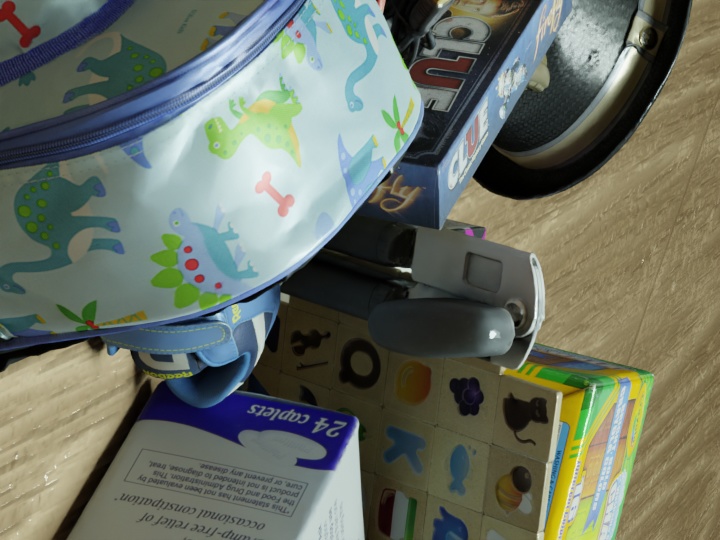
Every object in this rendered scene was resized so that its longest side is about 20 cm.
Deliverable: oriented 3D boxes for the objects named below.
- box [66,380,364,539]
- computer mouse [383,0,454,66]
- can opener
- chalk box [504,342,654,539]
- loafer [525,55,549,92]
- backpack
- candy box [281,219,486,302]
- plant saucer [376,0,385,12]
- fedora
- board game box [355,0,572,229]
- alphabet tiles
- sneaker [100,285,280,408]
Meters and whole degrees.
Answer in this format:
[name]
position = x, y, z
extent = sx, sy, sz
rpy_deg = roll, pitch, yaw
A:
[box]
position = -0.075, 0.186, 1.258
extent = 0.200, 0.104, 0.185
rpy_deg = -62, 156, -45
[computer mouse]
position = 0.034, -0.195, 1.186
extent = 0.110, 0.044, 0.201
rpy_deg = 116, -14, -74
[can opener]
position = 0.000, 0.000, 1.270
extent = 0.067, 0.199, 0.054
rpy_deg = -3, 105, -47
[chalk box]
position = 0.073, 0.099, 1.440
extent = 0.200, 0.123, 0.125
rpy_deg = -2, 105, -72
[loafer]
position = 0.052, -0.136, 1.449
extent = 0.200, 0.076, 0.068
rpy_deg = -132, -136, -72
[backpack]
position = -0.095, -0.059, 0.895
extent = 0.183, 0.199, 0.148
rpy_deg = -56, 131, -49
[candy box]
position = 0.005, 0.039, 1.498
extent = 0.200, 0.061, 0.137
rpy_deg = -9, 110, -71
[plant saucer]
position = -0.068, -0.130, 1.072
extent = 0.199, 0.037, 0.201
rpy_deg = -11, 122, -41
[fedora]
position = 0.097, -0.146, 1.587
extent = 0.091, 0.200, 0.202
rpy_deg = 24, 74, -37
[board game box]
position = 0.007, -0.097, 1.300
extent = 0.200, 0.135, 0.035
rpy_deg = -58, 153, -50
[alphabet tiles]
position = 0.010, 0.081, 1.326
extent = 0.006, 0.199, 0.167
rpy_deg = -9, 110, -49
[sneaker]
position = -0.078, 0.000, 1.196
extent = 0.200, 0.074, 0.083
rpy_deg = 53, 52, -66
